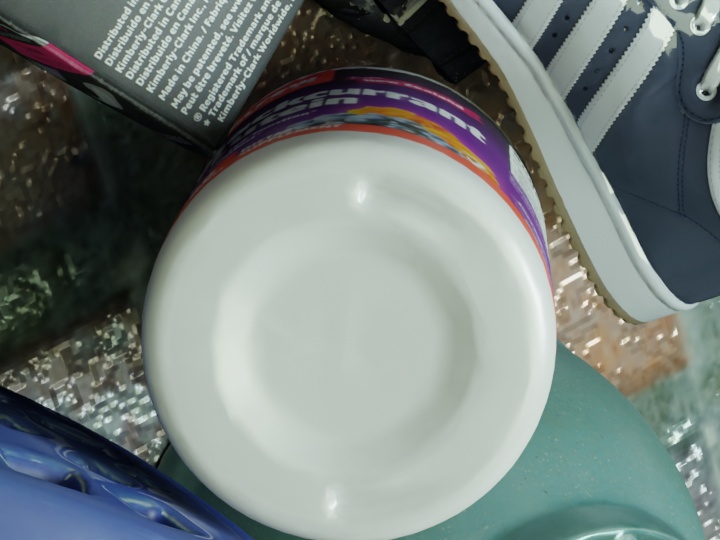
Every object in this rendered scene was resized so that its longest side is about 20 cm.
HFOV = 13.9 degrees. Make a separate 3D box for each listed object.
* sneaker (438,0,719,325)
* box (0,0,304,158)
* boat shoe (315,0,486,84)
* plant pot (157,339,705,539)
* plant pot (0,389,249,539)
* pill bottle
[{"bbox_3d":[0.089,-0.083,0.863,0.200,0.108,0.070,61,33,-21],"label":"sneaker"},{"bbox_3d":[-0.111,-0.132,0.808,0.200,0.122,0.106,33,87,-34],"label":"box"},{"bbox_3d":[0.053,-0.153,0.942,0.200,0.075,0.093,-48,130,-1],"label":"boat shoe"},{"bbox_3d":[0.040,0.119,0.976,0.200,0.134,0.201,-11,111,-29],"label":"plant pot"},{"bbox_3d":[-0.154,0.114,0.812,0.180,0.200,0.200,34,87,-27],"label":"plant pot"},{"bbox_3d":[0.000,0.000,0.865,0.111,0.200,0.112,0,102,2],"label":"pill bottle"}]
